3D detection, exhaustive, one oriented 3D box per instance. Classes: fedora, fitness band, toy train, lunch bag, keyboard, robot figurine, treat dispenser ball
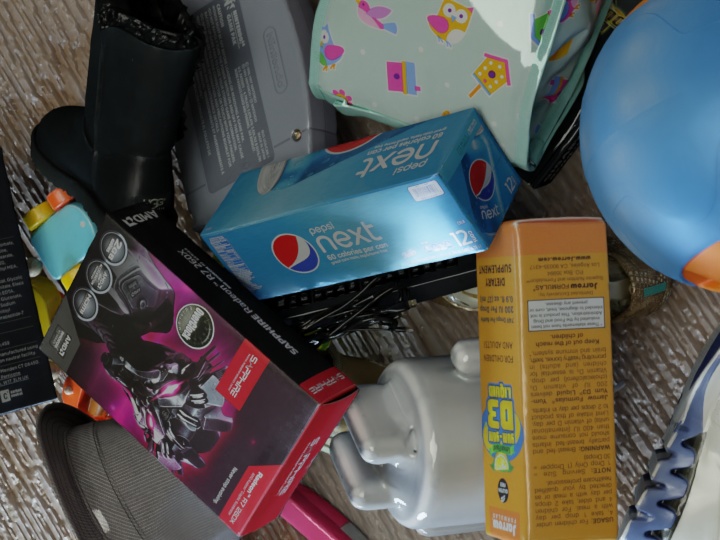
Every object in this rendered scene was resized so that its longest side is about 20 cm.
[{"bbox_3d":[-0.143,0.158,1.229,0.090,0.200,0.177,-28,59,1],"label":"fedora"},{"bbox_3d":[-0.054,0.244,1.297,0.200,0.037,0.144,41,111,16],"label":"fitness band"},{"bbox_3d":[-0.202,0.031,1.323,0.150,0.056,0.201,22,114,22],"label":"toy train"},{"bbox_3d":[0.069,-0.177,1.092,0.170,0.122,0.201,21,100,19],"label":"lunch bag"},{"bbox_3d":[0.000,0.000,1.153,0.199,0.040,0.104,-16,48,7],"label":"keyboard"},{"bbox_3d":[0.083,0.111,1.150,0.113,0.199,0.170,-114,30,-46],"label":"robot figurine"},{"bbox_3d":[0.233,-0.085,1.036,0.200,0.201,0.202,3,98,24],"label":"treat dispenser ball"}]

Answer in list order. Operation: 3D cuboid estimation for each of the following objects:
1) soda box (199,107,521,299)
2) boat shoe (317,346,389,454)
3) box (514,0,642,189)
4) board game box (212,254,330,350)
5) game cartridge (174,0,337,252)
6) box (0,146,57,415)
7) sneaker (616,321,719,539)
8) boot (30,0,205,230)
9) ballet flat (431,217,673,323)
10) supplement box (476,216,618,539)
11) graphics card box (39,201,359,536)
[{"bbox_3d":[-0.003,-0.039,1.097,0.200,0.068,0.064,-12,125,38],"label":"soda box"},{"bbox_3d":[-0.022,0.084,1.196,0.199,0.076,0.072,8,59,-11],"label":"boat shoe"},{"bbox_3d":[0.096,-0.179,1.170,0.200,0.046,0.159,42,111,13],"label":"box"},{"bbox_3d":[-0.057,0.009,1.262,0.102,0.048,0.200,39,110,15],"label":"board game box"},{"bbox_3d":[-0.081,-0.128,1.227,0.133,0.040,0.201,-26,69,38],"label":"game cartridge"},{"bbox_3d":[-0.348,0.023,1.316,0.200,0.124,0.197,-9,95,51],"label":"box"},{"bbox_3d":[0.259,0.117,1.126,0.115,0.081,0.200,26,100,4],"label":"sneaker"},{"bbox_3d":[-0.174,-0.129,1.232,0.200,0.076,0.169,44,130,51],"label":"boot"},{"bbox_3d":[0.111,0.001,1.176,0.199,0.065,0.071,1,101,25],"label":"ballet flat"},{"bbox_3d":[0.115,0.069,1.068,0.069,0.067,0.201,-4,89,-20],"label":"supplement box"},{"bbox_3d":[-0.110,0.063,1.137,0.200,0.051,0.126,42,121,17],"label":"graphics card box"}]
